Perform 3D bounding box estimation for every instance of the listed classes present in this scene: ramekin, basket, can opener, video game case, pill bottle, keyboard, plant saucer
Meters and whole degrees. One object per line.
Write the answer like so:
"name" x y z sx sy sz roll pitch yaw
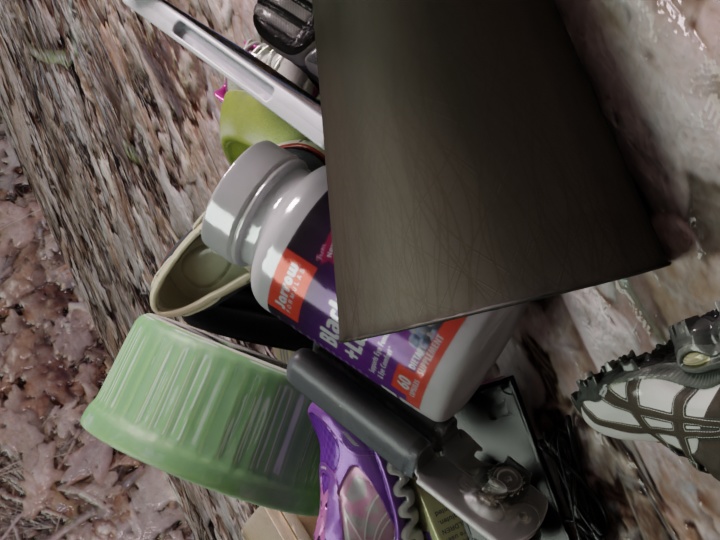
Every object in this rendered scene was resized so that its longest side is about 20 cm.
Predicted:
"ramekin" -0.106 0.108 1.016 0.098 0.200 0.200 -69 21 -4
"basket" 0.051 -0.079 0.685 0.136 0.180 0.200 -10 -93 -69
"can opener" 0.035 0.120 0.866 0.200 0.053 0.067 36 142 22
"can opener" -0.046 0.044 1.067 0.063 0.199 0.079 -68 -11 -72
"video game case" -0.049 -0.113 0.851 0.200 0.018 0.143 39 -171 31
"pill bottle" 0.000 0.000 0.845 0.200 0.111 0.112 32 150 15
"keyboard" 0.123 0.169 0.882 0.104 0.040 0.200 -22 87 34
"plant saucer" -0.043 -0.058 1.027 0.200 0.031 0.200 40 167 11

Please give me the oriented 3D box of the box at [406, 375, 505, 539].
"box" 0.077 0.195 0.992 0.200 0.097 0.176 68 162 4

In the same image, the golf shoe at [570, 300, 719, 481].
"golf shoe" 0.166 0.071 0.622 0.095 0.078 0.200 65 163 9

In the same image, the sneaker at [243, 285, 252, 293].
"sneaker" -0.100 -0.020 1.098 0.200 0.074 0.080 -27 43 60

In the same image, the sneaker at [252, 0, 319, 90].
"sneaker" 0.026 -0.118 0.860 0.200 0.075 0.115 42 -178 22

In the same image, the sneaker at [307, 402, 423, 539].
"sneaker" -0.005 0.186 0.920 0.080 0.088 0.201 -179 70 -72

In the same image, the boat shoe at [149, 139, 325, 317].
"boat shoe" -0.088 -0.025 0.963 0.071 0.063 0.200 50 132 -6

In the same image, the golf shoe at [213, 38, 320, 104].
"golf shoe" -0.067 -0.146 1.014 0.091 0.075 0.200 34 161 -6

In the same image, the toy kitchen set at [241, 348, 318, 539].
"toy kitchen set" -0.033 0.168 1.171 0.200 0.163 0.181 52 156 41
